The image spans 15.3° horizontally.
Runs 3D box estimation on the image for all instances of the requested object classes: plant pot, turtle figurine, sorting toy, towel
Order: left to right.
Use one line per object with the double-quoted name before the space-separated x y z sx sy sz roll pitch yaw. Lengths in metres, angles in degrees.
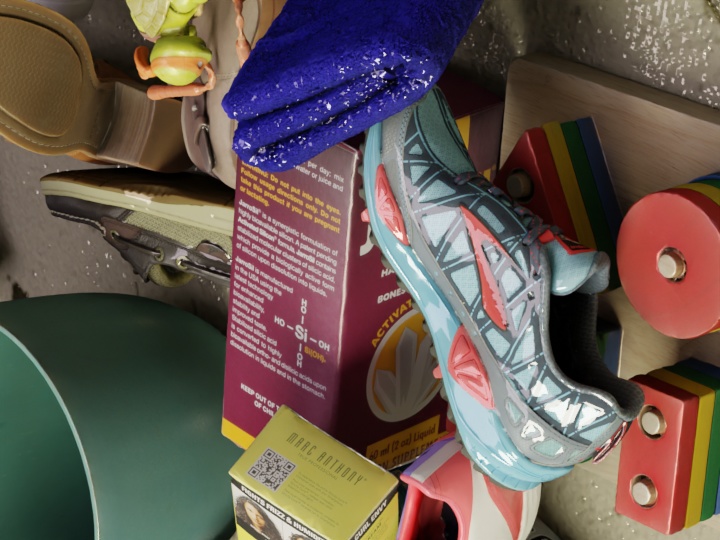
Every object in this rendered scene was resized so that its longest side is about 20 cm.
"plant pot" -0.151 0.102 1.539 0.201 0.161 0.201 18 115 43
"turtle figurine" -0.099 -0.160 1.363 0.200 0.064 0.161 157 110 -75
"towel" 0.016 -0.145 1.269 0.050 0.200 0.148 41 142 -19
"sorting toy" 0.125 0.018 1.286 0.200 0.070 0.199 23 118 41

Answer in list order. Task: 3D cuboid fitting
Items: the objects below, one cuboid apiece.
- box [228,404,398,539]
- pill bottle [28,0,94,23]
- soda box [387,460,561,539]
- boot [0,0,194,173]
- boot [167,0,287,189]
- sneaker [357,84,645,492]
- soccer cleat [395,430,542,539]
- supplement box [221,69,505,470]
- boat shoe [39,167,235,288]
"box" -0.021 0.152 1.361 0.075 0.050 0.200 32 153 19
"pill bottle" -0.154 -0.233 1.475 0.112 0.112 0.200 50 133 24
"soda box" 0.084 0.181 1.384 0.200 0.064 0.068 44 130 28
"boot" -0.202 -0.106 1.510 0.155 0.200 0.074 17 81 44
"boot" -0.061 -0.143 1.444 0.146 0.070 0.200 -3 87 60
"sneaker" 0.073 -0.004 1.243 0.096 0.079 0.200 -23 90 32
"soccer cleat" 0.041 0.168 1.322 0.068 0.073 0.200 29 125 37
"supplement box" 0.000 0.000 1.374 0.086 0.110 0.200 29 126 38
"boat shoe" -0.110 -0.021 1.523 0.200 0.073 0.065 11 105 45
